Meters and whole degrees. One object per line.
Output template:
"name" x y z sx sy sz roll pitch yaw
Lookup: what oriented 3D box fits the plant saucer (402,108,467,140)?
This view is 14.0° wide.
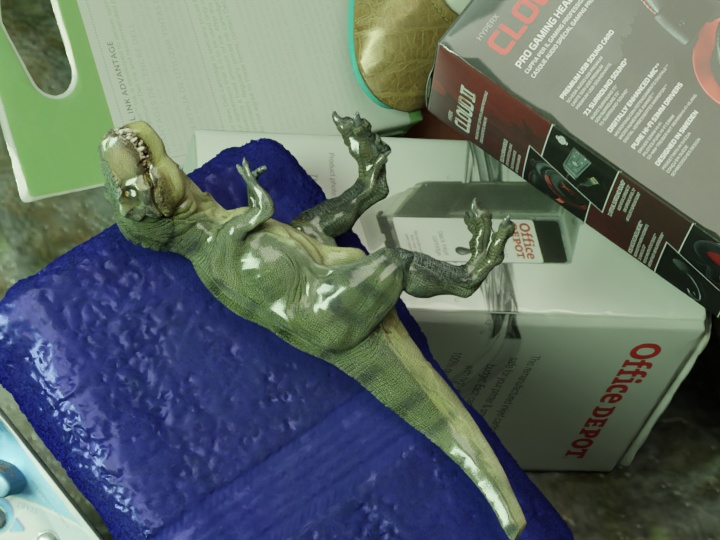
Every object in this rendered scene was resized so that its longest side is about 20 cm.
"plant saucer" 0.055 -0.092 1.305 0.200 0.032 0.201 6 60 -10

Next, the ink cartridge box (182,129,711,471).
"ink cartridge box" 0.023 0.016 1.171 0.200 0.147 0.083 2 62 -12

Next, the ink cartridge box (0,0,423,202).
"ink cartridge box" -0.081 -0.106 1.185 0.200 0.048 0.146 -14 85 -35

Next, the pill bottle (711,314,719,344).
"pill bottle" 0.232 0.070 1.206 0.112 0.112 0.200 -18 67 -20

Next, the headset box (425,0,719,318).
"headset box" 0.131 -0.082 1.102 0.200 0.075 0.149 37 75 9

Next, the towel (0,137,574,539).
"towel" -0.031 0.065 1.043 0.148 0.050 0.200 -34 87 -30

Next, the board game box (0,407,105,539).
"board game box" -0.150 0.181 1.030 0.200 0.026 0.200 -39 88 8

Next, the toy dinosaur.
"toy dinosaur" 0.000 0.000 1.027 0.200 0.047 0.088 39 76 -7

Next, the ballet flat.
"ballet flat" 0.049 -0.155 1.229 0.068 0.072 0.200 45 45 -30
